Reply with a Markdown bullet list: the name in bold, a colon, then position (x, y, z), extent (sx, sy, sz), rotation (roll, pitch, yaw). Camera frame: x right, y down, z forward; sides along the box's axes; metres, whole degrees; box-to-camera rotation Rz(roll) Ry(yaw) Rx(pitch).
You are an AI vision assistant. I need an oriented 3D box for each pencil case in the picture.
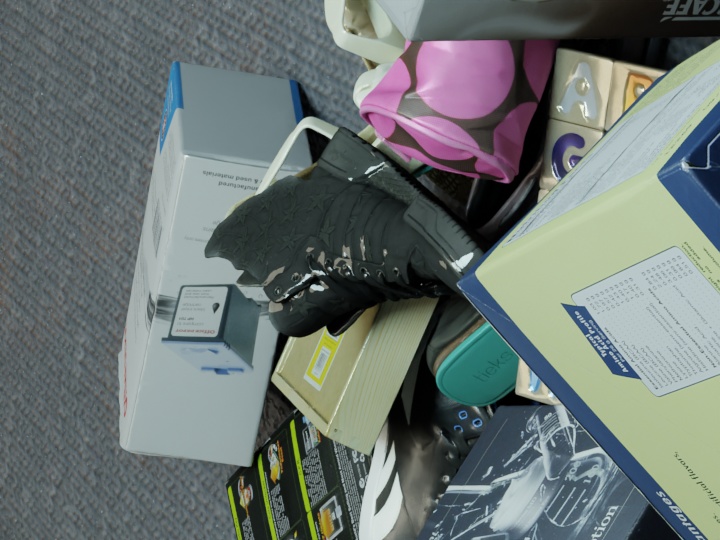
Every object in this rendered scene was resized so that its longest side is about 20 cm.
- **pencil case**: position (0.058, -0.143, 1.303), extent (0.093, 0.091, 0.201), rotation (7, 75, 43)

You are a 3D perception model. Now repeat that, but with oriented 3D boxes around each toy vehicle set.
- **toy vehicle set**: position (0.001, 0.022, 1.482), extent (0.125, 0.026, 0.200), rotation (-66, 11, 2)

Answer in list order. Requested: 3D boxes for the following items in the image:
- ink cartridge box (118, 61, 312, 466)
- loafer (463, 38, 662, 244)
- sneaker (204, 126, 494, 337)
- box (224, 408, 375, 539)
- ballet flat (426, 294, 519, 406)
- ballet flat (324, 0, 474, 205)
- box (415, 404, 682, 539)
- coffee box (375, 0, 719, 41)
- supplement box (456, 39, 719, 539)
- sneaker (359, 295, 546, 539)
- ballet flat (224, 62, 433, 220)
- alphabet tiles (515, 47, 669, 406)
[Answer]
- **ink cartridge box**: position (-0.091, -0.005, 1.666), extent (0.147, 0.085, 0.201), rotation (-102, 21, -63)
- **loafer**: position (0.101, -0.097, 1.356), extent (0.072, 0.063, 0.201), rotation (48, 132, 51)
- **sneaker**: position (-0.002, -0.001, 1.356), extent (0.104, 0.060, 0.200), rotation (-52, 37, 4)
- **box**: position (-0.008, 0.178, 1.598), extent (0.193, 0.047, 0.201), rotation (129, 132, -54)
- **ballet flat**: position (0.103, -0.003, 1.339), extent (0.200, 0.068, 0.069), rotation (-31, 35, 40)
- **ballet flat**: position (0.020, -0.113, 1.510), extent (0.071, 0.065, 0.201), rotation (-62, 40, 40)
- **box**: position (0.092, 0.168, 1.237), extent (0.200, 0.104, 0.182), rotation (-56, 20, -19)
- **coffee box**: position (0.104, -0.168, 1.201), extent (0.080, 0.199, 0.113), rotation (55, 137, 41)
- **supplement box**: position (0.177, 0.015, 1.020), extent (0.200, 0.134, 0.200), rotation (48, 157, -5)
- **sneaker**: position (0.054, 0.110, 1.445), extent (0.112, 0.073, 0.201), rotation (-9, 82, 63)
- **ballet flat**: position (0.005, -0.066, 1.437), extent (0.200, 0.069, 0.070), rotation (-40, 52, 26)
- **alphabet tiles**: position (0.157, -0.001, 1.234), extent (0.199, 0.008, 0.168), rotation (16, 105, 40)
